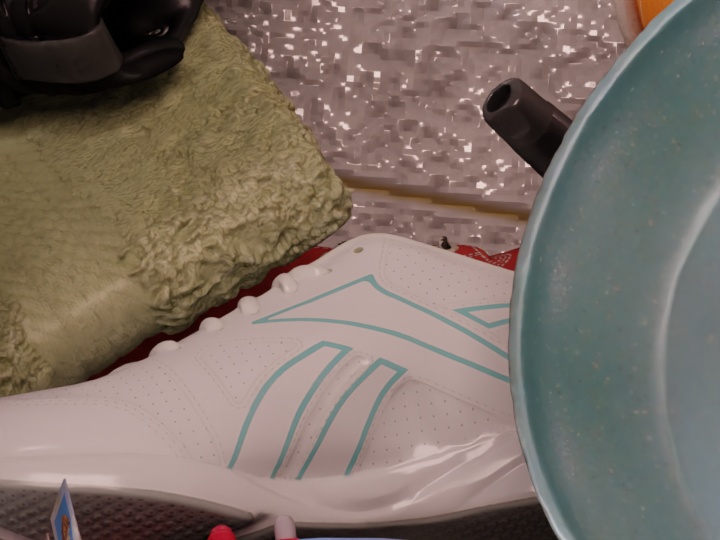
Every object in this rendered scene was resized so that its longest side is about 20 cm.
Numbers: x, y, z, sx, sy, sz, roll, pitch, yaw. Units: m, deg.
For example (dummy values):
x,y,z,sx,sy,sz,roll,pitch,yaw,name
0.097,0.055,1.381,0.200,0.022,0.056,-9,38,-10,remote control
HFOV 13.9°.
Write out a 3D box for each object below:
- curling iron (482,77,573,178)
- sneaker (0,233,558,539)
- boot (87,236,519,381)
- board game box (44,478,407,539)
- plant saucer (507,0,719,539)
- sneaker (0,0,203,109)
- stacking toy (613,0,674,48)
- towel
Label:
x,y,z,sx,sy,sz,roll,pitch,yaw,name
0.105,0.005,0.748,0.200,0.026,0.050,31,98,-27,curling iron
-0.014,0.036,0.697,0.200,0.070,0.080,-2,60,-17,sneaker
0.000,0.000,0.793,0.200,0.072,0.144,-34,64,-15,boot
-0.026,0.094,0.671,0.158,0.200,0.039,3,56,-17,board game box
0.130,0.008,0.614,0.200,0.036,0.200,-11,60,20,plant saucer
-0.097,-0.072,0.750,0.200,0.070,0.100,-35,47,-5,sneaker
0.151,-0.037,0.711,0.146,0.146,0.200,-10,41,-5,stacking toy
-0.093,-0.024,0.775,0.148,0.036,0.200,-33,34,-8,towel
